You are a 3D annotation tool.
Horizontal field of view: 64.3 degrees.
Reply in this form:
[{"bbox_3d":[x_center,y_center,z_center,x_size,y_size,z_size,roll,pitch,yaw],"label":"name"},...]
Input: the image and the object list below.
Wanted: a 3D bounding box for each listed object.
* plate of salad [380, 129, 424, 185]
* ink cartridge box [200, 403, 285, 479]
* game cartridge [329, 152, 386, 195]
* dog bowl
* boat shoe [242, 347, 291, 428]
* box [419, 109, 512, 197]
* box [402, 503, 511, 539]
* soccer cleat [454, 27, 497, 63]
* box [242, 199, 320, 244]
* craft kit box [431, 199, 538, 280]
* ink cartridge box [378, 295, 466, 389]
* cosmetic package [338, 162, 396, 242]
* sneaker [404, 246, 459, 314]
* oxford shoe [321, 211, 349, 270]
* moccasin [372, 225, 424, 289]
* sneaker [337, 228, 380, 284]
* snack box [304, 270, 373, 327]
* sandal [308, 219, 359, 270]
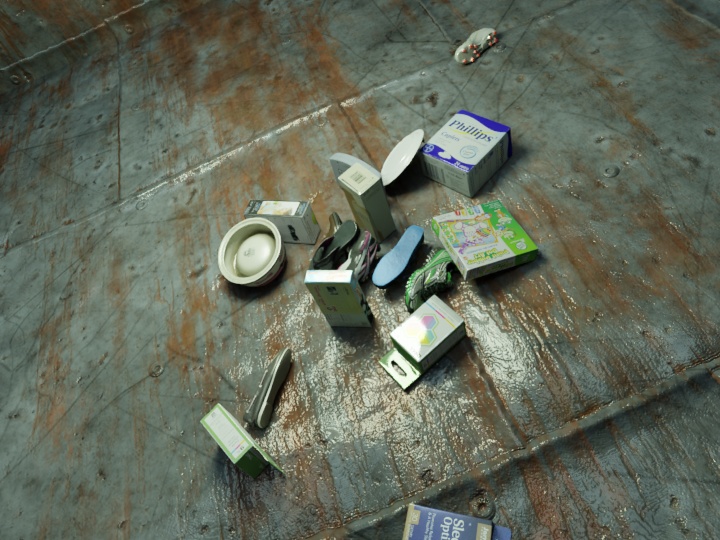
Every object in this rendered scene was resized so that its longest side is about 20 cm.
[{"bbox_3d":[0.123,-0.323,1.671,0.200,0.048,0.201,-47,20,23],"label":"plate of salad"},{"bbox_3d":[-0.261,0.393,1.262,0.059,0.104,0.199,-44,53,-16],"label":"ink cartridge box"},{"bbox_3d":[-0.005,-0.264,1.657,0.199,0.134,0.041,33,69,35],"label":"game cartridge"},{"bbox_3d":[-0.297,-0.043,1.608,0.196,0.074,0.204,-8,65,17],"label":"dog bowl"},{"bbox_3d":[-0.223,0.272,1.366,0.056,0.067,0.203,9,61,19],"label":"boat shoe"},{"bbox_3d":[0.299,-0.336,1.624,0.183,0.106,0.200,32,69,35],"label":"box"},{"bbox_3d":[0.174,0.517,1.062,0.196,0.033,0.123,3,55,20],"label":"box"},{"bbox_3d":[0.384,-0.767,1.955,0.199,0.070,0.077,-38,46,-20],"label":"soccer cleat"},{"bbox_3d":[-0.225,-0.141,1.653,0.196,0.117,0.061,5,52,24],"label":"box"},{"bbox_3d":[0.307,-0.081,1.435,0.197,0.049,0.199,-16,52,-14],"label":"craft kit box"},{"bbox_3d":[0.138,0.162,1.316,0.199,0.060,0.104,-39,51,-13],"label":"ink cartridge box"},{"bbox_3d":[0.020,-0.178,1.538,0.071,0.201,0.105,-39,50,-12],"label":"cosmetic package"},{"bbox_3d":[0.176,0.027,1.406,0.084,0.079,0.201,24,64,31],"label":"sneaker"},{"bbox_3d":[-0.079,-0.082,1.585,0.083,0.073,0.203,-16,49,12],"label":"oxford shoe"},{"bbox_3d":[0.109,-0.022,1.477,0.080,0.069,0.200,33,71,28],"label":"moccasin"},{"bbox_3d":[0.000,0.000,1.492,0.080,0.086,0.203,20,83,54],"label":"sneaker"},{"bbox_3d":[-0.048,0.070,1.370,0.114,0.201,0.038,0,55,18],"label":"snack box"},{"bbox_3d":[-0.083,-0.055,1.503,0.201,0.048,0.075,-52,52,13],"label":"sandal"}]
